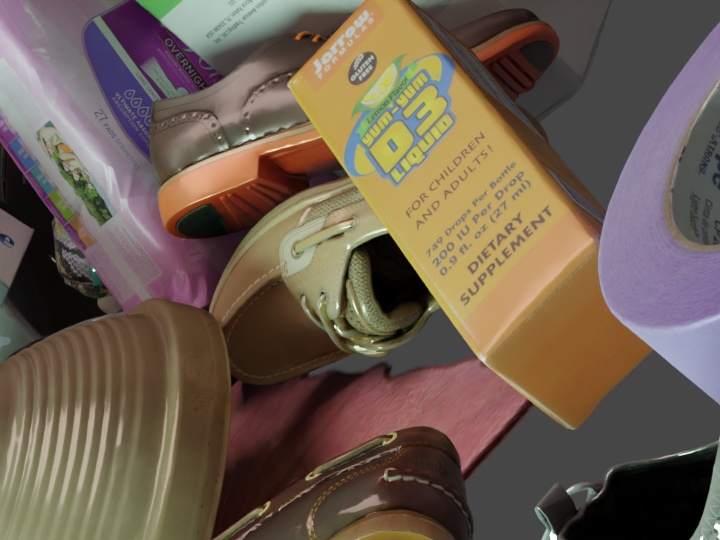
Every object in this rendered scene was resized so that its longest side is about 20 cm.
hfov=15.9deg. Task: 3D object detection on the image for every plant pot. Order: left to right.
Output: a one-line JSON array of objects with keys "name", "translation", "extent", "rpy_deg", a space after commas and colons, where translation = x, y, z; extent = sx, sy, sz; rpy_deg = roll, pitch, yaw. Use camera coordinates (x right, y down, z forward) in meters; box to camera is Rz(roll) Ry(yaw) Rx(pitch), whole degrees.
[{"name": "plant pot", "translation": [-0.136, 0.104, 1.146], "extent": [0.201, 0.092, 0.202], "rpy_deg": [-164, 90, -70]}]

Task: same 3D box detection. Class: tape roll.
[{"name": "tape roll", "translation": [0.169, -0.043, 0.841], "extent": [0.200, 0.066, 0.200], "rpy_deg": [-44, 20, 21]}]

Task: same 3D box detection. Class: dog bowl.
[{"name": "dog bowl", "translation": [-0.203, -0.006, 1.469], "extent": [0.058, 0.200, 0.200], "rpy_deg": [-29, 25, 19]}]

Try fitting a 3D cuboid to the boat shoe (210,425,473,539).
[{"name": "boat shoe", "translation": [-0.036, 0.130, 0.994], "extent": [0.200, 0.070, 0.071], "rpy_deg": [-33, 31, 25]}]

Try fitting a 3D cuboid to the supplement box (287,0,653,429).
[{"name": "supplement box", "translation": [0.044, -0.030, 1.003], "extent": [0.067, 0.069, 0.200], "rpy_deg": [-46, 39, 10]}]

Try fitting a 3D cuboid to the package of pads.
[{"name": "package of pads", "translation": [-0.109, -0.078, 1.252], "extent": [0.120, 0.200, 0.076], "rpy_deg": [-39, 3, -36]}]

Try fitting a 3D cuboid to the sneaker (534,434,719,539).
[{"name": "sneaker", "translation": [0.075, 0.092, 0.776], "extent": [0.200, 0.082, 0.075], "rpy_deg": [-37, 23, 37]}]

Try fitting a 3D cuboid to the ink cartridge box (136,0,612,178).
[{"name": "ink cartridge box", "translation": [-0.001, -0.139, 1.216], "extent": [0.146, 0.200, 0.084], "rpy_deg": [-35, 21, 40]}]

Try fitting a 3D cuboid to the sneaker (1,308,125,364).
[{"name": "sneaker", "translation": [-0.180, 0.088, 1.340], "extent": [0.200, 0.075, 0.115], "rpy_deg": [-47, -15, 12]}]

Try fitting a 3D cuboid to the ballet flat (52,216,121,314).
[{"name": "ballet flat", "translation": [-0.123, -0.006, 1.437], "extent": [0.072, 0.072, 0.200], "rpy_deg": [-48, -9, 9]}]

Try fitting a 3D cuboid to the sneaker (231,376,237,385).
[{"name": "sneaker", "translation": [-0.059, -0.020, 1.338], "extent": [0.078, 0.066, 0.200], "rpy_deg": [-42, 20, 29]}]

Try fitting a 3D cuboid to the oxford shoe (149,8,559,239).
[{"name": "oxford shoe", "translation": [-0.009, -0.083, 1.162], "extent": [0.199, 0.071, 0.073], "rpy_deg": [-21, 70, 13]}]

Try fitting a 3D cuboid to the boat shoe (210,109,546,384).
[{"name": "boat shoe", "translation": [0.000, 0.000, 1.133], "extent": [0.200, 0.071, 0.065], "rpy_deg": [-39, 28, 36]}]

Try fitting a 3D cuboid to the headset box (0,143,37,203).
[{"name": "headset box", "translation": [-0.157, -0.119, 1.426], "extent": [0.149, 0.199, 0.078], "rpy_deg": [44, 137, 43]}]

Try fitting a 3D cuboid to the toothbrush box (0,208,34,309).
[{"name": "toothbrush box", "translation": [-0.243, 0.056, 1.204], "extent": [0.147, 0.085, 0.200], "rpy_deg": [-48, 16, 28]}]
